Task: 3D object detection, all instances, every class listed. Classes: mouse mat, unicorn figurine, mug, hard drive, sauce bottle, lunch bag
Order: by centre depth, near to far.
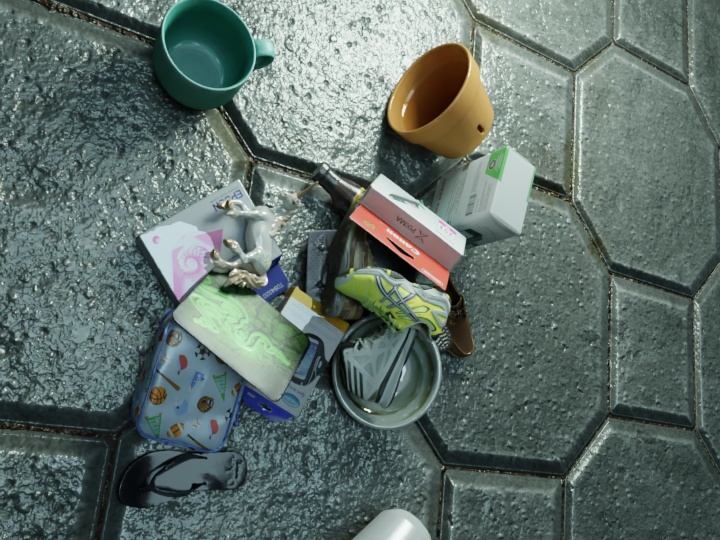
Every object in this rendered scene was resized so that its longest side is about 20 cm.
[{"bbox_3d":[-0.247,0.169,0.942,0.158,0.075,0.205,21,83,-29],"label":"lunch bag"},{"bbox_3d":[-0.172,0.089,0.944,0.199,0.008,0.162,40,32,-7],"label":"mouse mat"},{"bbox_3d":[-0.165,-0.066,1.010,0.135,0.073,0.205,16,86,-39],"label":"unicorn figurine"},{"bbox_3d":[-0.246,-0.336,1.023,0.182,0.114,0.156,25,69,-24],"label":"mug"},{"bbox_3d":[0.039,0.495,1.049,0.148,0.189,0.153,37,50,18],"label":"mug"},{"bbox_3d":[0.000,0.000,1.114,0.194,0.042,0.139,3,79,-7],"label":"hard drive"},{"bbox_3d":[-0.007,-0.118,1.151,0.199,0.066,0.067,39,65,-18],"label":"sauce bottle"}]

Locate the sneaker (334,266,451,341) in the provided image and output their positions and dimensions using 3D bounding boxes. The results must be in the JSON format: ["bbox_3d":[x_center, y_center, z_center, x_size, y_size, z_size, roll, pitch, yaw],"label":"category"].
[{"bbox_3d":[0.051,0.052,0.986,0.195,0.075,0.078,17,69,-10],"label":"sneaker"}]

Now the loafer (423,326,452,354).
[{"bbox_3d":[0.094,0.073,1.175,0.072,0.071,0.203,-19,74,-28],"label":"loafer"}]

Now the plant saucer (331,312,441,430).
[{"bbox_3d":[0.045,0.176,1.116,0.194,0.050,0.206,0,85,-5],"label":"plant saucer"}]

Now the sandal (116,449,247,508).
[{"bbox_3d":[-0.263,0.305,0.941,0.196,0.043,0.078,-2,82,-30],"label":"sandal"}]

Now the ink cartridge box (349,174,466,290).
[{"bbox_3d":[0.086,-0.071,1.058,0.198,0.044,0.174,37,23,-2],"label":"ink cartridge box"}]

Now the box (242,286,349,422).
[{"bbox_3d":[-0.117,0.144,1.042,0.118,0.041,0.203,35,79,-19],"label":"box"}]

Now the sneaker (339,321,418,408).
[{"bbox_3d":[0.028,0.118,1.056,0.113,0.076,0.205,20,86,-5],"label":"sneaker"}]

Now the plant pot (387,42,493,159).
[{"bbox_3d":[0.168,-0.315,1.226,0.139,0.197,0.205,33,66,-39],"label":"plant pot"}]

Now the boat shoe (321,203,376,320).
[{"bbox_3d":[-0.012,-0.012,1.061,0.070,0.075,0.205,18,73,-22],"label":"boat shoe"}]

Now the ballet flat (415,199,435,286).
[{"bbox_3d":[0.108,-0.054,1.179,0.070,0.072,0.203,15,44,-26],"label":"ballet flat"}]

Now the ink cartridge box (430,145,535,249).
[{"bbox_3d":[0.227,-0.131,1.210,0.083,0.199,0.149,28,69,-25],"label":"ink cartridge box"}]

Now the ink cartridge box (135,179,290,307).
[{"bbox_3d":[-0.228,-0.014,1.020,0.195,0.043,0.203,-36,98,-30],"label":"ink cartridge box"}]

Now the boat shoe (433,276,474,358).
[{"bbox_3d":[0.171,0.078,1.216,0.071,0.067,0.204,-29,96,-30],"label":"boat shoe"}]
